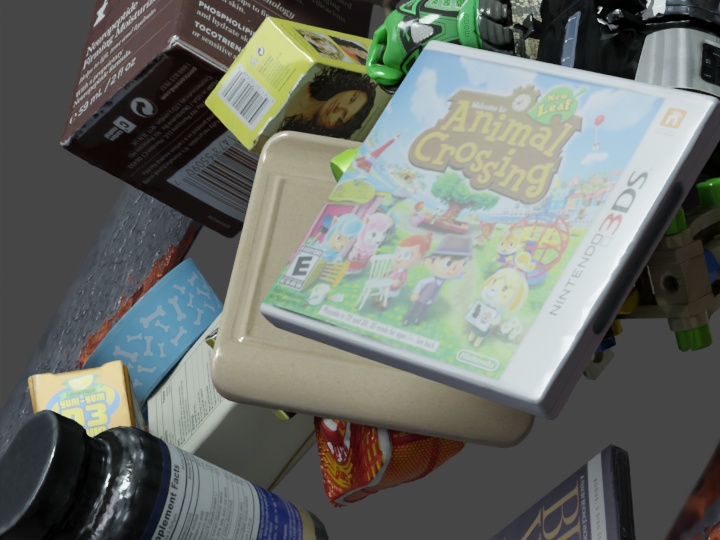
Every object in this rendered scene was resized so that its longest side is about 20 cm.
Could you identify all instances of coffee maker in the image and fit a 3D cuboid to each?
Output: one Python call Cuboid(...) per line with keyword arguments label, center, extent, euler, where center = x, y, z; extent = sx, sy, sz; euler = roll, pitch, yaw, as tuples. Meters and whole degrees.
Cuboid(label="coffee maker", center=(0.160, -0.109, 1.350), extent=(0.192, 0.135, 0.200), euler=(111, 171, -54))

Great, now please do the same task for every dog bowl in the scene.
Cuboid(label="dog bowl", center=(-0.153, 0.065, 1.745), extent=(0.111, 0.050, 0.200), euler=(-45, -6, -27))

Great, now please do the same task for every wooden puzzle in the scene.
Cuboid(label="wooden puzzle", center=(0.017, 0.012, 1.414), extent=(0.037, 0.185, 0.200), euler=(99, -179, -49))

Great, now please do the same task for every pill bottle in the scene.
Cuboid(label="pill bottle", center=(-0.128, 0.164, 1.497), extent=(0.112, 0.200, 0.112), euler=(-43, 31, 34))

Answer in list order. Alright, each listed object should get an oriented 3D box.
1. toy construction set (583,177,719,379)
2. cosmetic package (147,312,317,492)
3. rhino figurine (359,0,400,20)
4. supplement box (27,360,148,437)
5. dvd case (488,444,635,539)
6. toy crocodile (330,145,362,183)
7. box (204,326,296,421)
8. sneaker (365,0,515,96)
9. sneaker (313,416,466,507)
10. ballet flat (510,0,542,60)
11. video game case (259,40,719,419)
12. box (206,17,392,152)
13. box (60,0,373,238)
Cuboid(label="toy construction set", center=(0.137, 0.005, 1.260), extent=(0.200, 0.131, 0.092), euler=(-26, 88, 52))
Cuboid(label="cosmetic package", center=(-0.058, 0.066, 1.616), extent=(0.200, 0.073, 0.104), euler=(-49, 28, 26))
Cuboid(label="rhino figurine", center=(-0.018, -0.233, 1.744), extent=(0.087, 0.200, 0.060), euler=(-50, -17, -44))
Cuboid(label="supplement box", center=(-0.175, 0.133, 1.642), extent=(0.200, 0.067, 0.069), euler=(82, 178, -61))
Cuboid(label="dvd case", center=(0.078, 0.202, 1.289), extent=(0.200, 0.016, 0.149), euler=(-42, 31, 35))
Cuboid(label="toy crocodile", center=(0.039, -0.044, 1.343), extent=(0.068, 0.062, 0.200), euler=(-32, 23, -10))
Cuboid(label="box", center=(0.000, 0.000, 1.492), extent=(0.200, 0.075, 0.050), euler=(-43, 3, -10))
Cuboid(label="sneaker", center=(0.045, -0.134, 1.459), extent=(0.200, 0.085, 0.078), euler=(93, 175, -82))
Cuboid(label="sneaker", center=(0.016, 0.105, 1.461), extent=(0.200, 0.077, 0.073), euler=(174, 86, -75))
Cuboid(label="ballet flat", center=(0.115, -0.178, 1.561), extent=(0.075, 0.068, 0.200), euler=(-33, 31, 13))
Cuboid(label="video game case", center=(0.064, -0.028, 1.223), extent=(0.200, 0.022, 0.182), euler=(17, 68, 43))
Cuboid(label="box", center=(-0.012, -0.111, 1.563), extent=(0.050, 0.200, 0.075), euler=(46, 111, 23))
Cuboid(label="box", center=(-0.105, -0.168, 1.835), extent=(0.166, 0.164, 0.200), euler=(-37, 35, 42))
